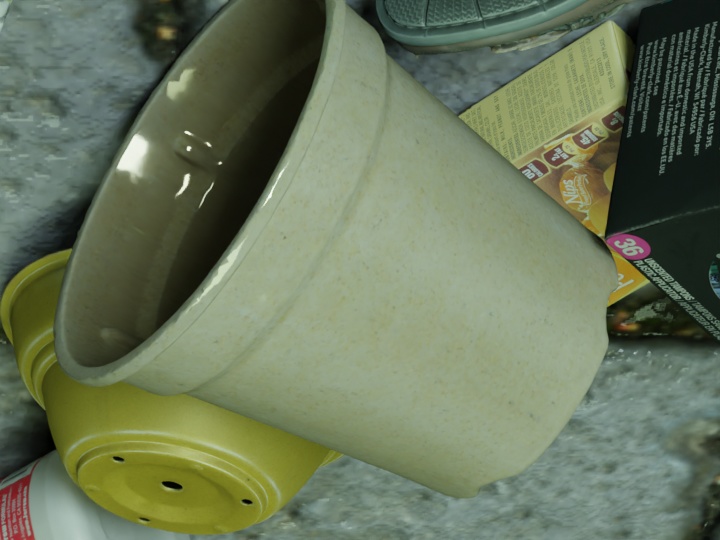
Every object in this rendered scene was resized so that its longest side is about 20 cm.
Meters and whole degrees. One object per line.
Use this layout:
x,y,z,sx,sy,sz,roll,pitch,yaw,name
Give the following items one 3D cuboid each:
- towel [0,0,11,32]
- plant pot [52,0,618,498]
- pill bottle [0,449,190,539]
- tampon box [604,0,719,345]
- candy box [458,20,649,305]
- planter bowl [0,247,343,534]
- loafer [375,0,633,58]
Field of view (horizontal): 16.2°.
-0.255,-0.102,1.034,0.200,0.086,0.166,10,133,-21,towel
0.000,0.000,1.078,0.183,0.200,0.200,31,126,-23,plant pot
-0.195,0.177,1.341,0.200,0.112,0.112,-29,135,22,pill bottle
0.232,-0.049,1.078,0.200,0.126,0.150,-14,142,38,tampon box
0.074,-0.023,1.201,0.200,0.055,0.115,-32,133,24,candy box
-0.084,0.072,1.217,0.200,0.083,0.200,7,151,4,planter bowl
0.107,-0.133,1.072,0.200,0.072,0.063,-24,143,14,loafer
